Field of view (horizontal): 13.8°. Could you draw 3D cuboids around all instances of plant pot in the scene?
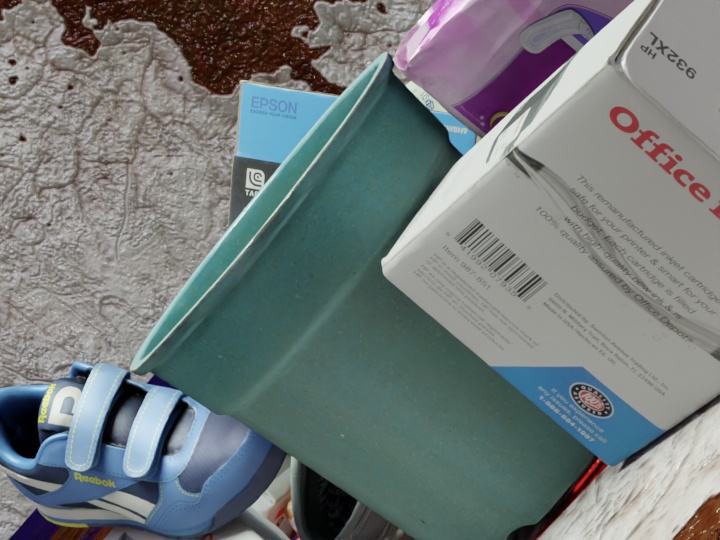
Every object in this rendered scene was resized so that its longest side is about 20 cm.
[{"bbox_3d":[0.024,0.032,1.457,0.200,0.196,0.200,-50,5,6],"label":"plant pot"}]

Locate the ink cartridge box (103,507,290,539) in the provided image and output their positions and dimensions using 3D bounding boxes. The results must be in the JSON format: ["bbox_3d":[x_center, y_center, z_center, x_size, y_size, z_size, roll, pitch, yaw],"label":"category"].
[{"bbox_3d":[-0.107,0.217,1.564,0.200,0.087,0.145,-48,34,-2],"label":"ink cartridge box"}]

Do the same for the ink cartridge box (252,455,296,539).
[{"bbox_3d":[-0.071,0.182,1.880,0.162,0.050,0.200,-36,-28,-59],"label":"ink cartridge box"}]

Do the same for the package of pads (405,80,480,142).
[{"bbox_3d":[0.079,-0.099,1.778,0.200,0.068,0.154,-32,-4,-37],"label":"package of pads"}]

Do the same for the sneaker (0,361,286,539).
[{"bbox_3d":[-0.122,0.091,1.560,0.200,0.082,0.074,-8,47,40],"label":"sneaker"}]

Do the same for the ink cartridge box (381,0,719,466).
[{"bbox_3d":[0.126,-0.021,1.301,0.200,0.145,0.084,-42,9,51],"label":"ink cartridge box"}]

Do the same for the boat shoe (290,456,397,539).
[{"bbox_3d":[0.004,0.056,1.577,0.071,0.070,0.202,-16,-63,-64],"label":"boat shoe"}]

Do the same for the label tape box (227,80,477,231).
[{"bbox_3d":[0.000,0.000,1.644,0.063,0.144,0.201,-24,-58,-67],"label":"label tape box"}]

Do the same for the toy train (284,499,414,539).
[{"bbox_3d":[-0.033,0.169,1.705,0.150,0.056,0.200,-52,6,-12],"label":"toy train"}]

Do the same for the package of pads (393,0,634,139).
[{"bbox_3d":[0.126,-0.086,1.425,0.121,0.200,0.076,-47,15,19],"label":"package of pads"}]
